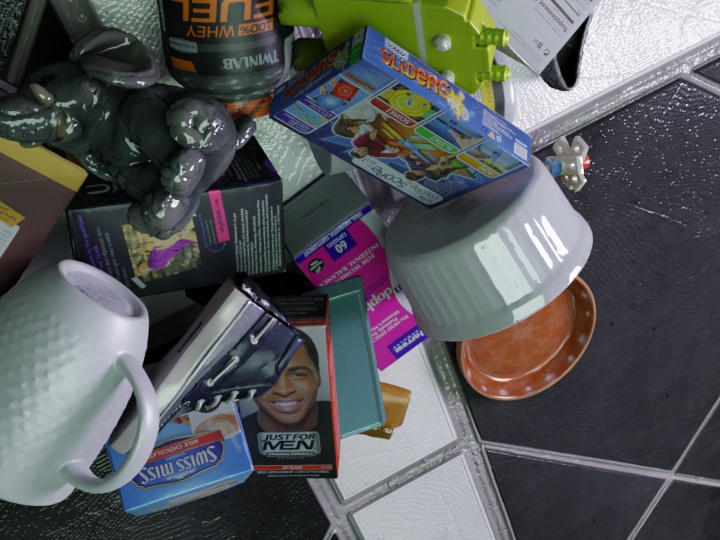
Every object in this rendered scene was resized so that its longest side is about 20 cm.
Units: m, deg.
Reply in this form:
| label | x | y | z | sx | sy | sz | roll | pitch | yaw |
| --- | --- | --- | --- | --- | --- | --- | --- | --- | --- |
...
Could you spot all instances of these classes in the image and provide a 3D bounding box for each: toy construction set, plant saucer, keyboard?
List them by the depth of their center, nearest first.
| label | x | y | z | sx | sy | sz | roll | pitch | yaw |
| --- | --- | --- | --- | --- | --- | --- | --- | --- | --- |
| plant saucer | -0.014 | 0.102 | 1.019 | 0.070 | 0.019 | 0.201 | -17 | 121 | -11 |
| toy construction set | 0.159 | -0.102 | 1.064 | 0.199 | 0.092 | 0.132 | -5 | 120 | -8 |
| keyboard | -0.095 | 0.034 | 1.069 | 0.104 | 0.040 | 0.200 | -34 | 131 | 28 |
| plant saucer | 0.215 | 0.080 | 1.223 | 0.199 | 0.032 | 0.201 | -10 | 122 | -17 |

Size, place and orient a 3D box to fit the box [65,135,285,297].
| label | x | y | z | sx | sy | sz | roll | pitch | yaw |
| --- | --- | --- | --- | --- | --- | --- | --- | --- | --- |
| box | -0.184 | -0.053 | 0.916 | 0.199 | 0.122 | 0.107 | -9 | 122 | -18 |

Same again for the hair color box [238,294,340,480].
| label | x | y | z | sx | sy | sz | roll | pitch | yaw |
| --- | --- | --- | --- | --- | --- | --- | --- | --- | --- |
| hair color box | -0.076 | 0.126 | 0.978 | 0.101 | 0.061 | 0.201 | -2 | 120 | 3 |

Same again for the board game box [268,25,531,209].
| label | x | y | z | sx | sy | sz | roll | pitch | yaw |
| --- | --- | --- | --- | --- | --- | --- | --- | --- | --- |
| board game box | 0.037 | -0.128 | 0.837 | 0.199 | 0.035 | 0.135 | 27 | 150 | -33 |

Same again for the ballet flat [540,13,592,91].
| label | x | y | z | sx | sy | sz | roll | pitch | yaw |
| --- | --- | --- | --- | --- | --- | --- | --- | --- | --- |
| ballet flat | 0.234 | -0.291 | 1.000 | 0.066 | 0.057 | 0.201 | -8 | 121 | -20 |

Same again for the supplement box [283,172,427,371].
| label | x | y | z | sx | sy | sz | roll | pitch | yaw |
| --- | --- | --- | --- | --- | --- | --- | --- | --- | --- |
| supplement box | 0.000 | 0.000 | 1.041 | 0.101 | 0.103 | 0.200 | -36 | 128 | 0 |

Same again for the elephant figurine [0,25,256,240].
| label | x | y | z | sx | sy | sz | roll | pitch | yaw |
| --- | --- | --- | --- | --- | --- | --- | --- | --- | --- |
| elephant figurine | -0.208 | -0.129 | 0.759 | 0.199 | 0.155 | 0.142 | 30 | 84 | 1 |

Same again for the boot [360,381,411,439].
| label | x | y | z | sx | sy | sz | roll | pitch | yaw |
| --- | --- | --- | --- | --- | --- | --- | --- | --- | --- |
| boot | -0.011 | 0.129 | 1.085 | 0.143 | 0.071 | 0.202 | 8 | 142 | 1 |

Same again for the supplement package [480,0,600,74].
| label | x | y | z | sx | sy | sz | roll | pitch | yaw |
| --- | --- | --- | --- | --- | --- | --- | --- | --- | --- |
| supplement package | 0.105 | -0.293 | 0.854 | 0.155 | 0.200 | 0.111 | 34 | 100 | -34 |

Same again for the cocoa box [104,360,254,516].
| label | x | y | z | sx | sy | sz | roll | pitch | yaw |
| --- | --- | --- | --- | --- | --- | --- | --- | --- | --- |
| cocoa box | -0.194 | 0.175 | 0.979 | 0.133 | 0.132 | 0.200 | -15 | 168 | -14 |

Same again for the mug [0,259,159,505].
| label | x | y | z | sx | sy | sz | roll | pitch | yaw |
| --- | --- | --- | --- | --- | --- | --- | --- | --- | --- |
| mug | -0.250 | 0.101 | 0.797 | 0.176 | 0.200 | 0.147 | -55 | 155 | 8 |

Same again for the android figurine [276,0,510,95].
| label | x | y | z | sx | sy | sz | roll | pitch | yaw |
| --- | --- | --- | --- | --- | --- | --- | --- | --- | --- |
| android figurine | 0.031 | -0.196 | 0.802 | 0.199 | 0.041 | 0.182 | 11 | 154 | 13 |

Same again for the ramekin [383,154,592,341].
| label | x | y | z | sx | sy | sz | roll | pitch | yaw |
| --- | --- | --- | --- | --- | --- | --- | --- | --- | --- |
| ramekin | 0.119 | -0.031 | 0.932 | 0.200 | 0.201 | 0.098 | -35 | 113 | -1 |

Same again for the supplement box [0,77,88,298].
| label | x | y | z | sx | sy | sz | roll | pitch | yaw |
| --- | --- | --- | --- | --- | --- | --- | --- | --- | --- |
| supplement box | -0.379 | -0.078 | 0.811 | 0.197 | 0.133 | 0.200 | 30 | 103 | -33 |

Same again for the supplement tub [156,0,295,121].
| label | x | y | z | sx | sy | sz | roll | pitch | yaw |
| --- | --- | --- | --- | --- | --- | --- | --- | --- | --- |
| supplement tub | -0.121 | -0.244 | 0.833 | 0.122 | 0.123 | 0.201 | -13 | 122 | -16 |

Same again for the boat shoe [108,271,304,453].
| label | x | y | z | sx | sy | sz | roll | pitch | yaw |
| --- | --- | --- | --- | --- | --- | --- | --- | --- | --- |
| boat shoe | -0.138 | 0.106 | 0.864 | 0.093 | 0.075 | 0.200 | 40 | 90 | -19 |

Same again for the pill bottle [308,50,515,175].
| label | x | y | z | sx | sy | sz | roll | pitch | yaw |
| --- | --- | --- | --- | --- | --- | --- | --- | --- | --- |
| pill bottle | 0.047 | -0.168 | 0.955 | 0.199 | 0.114 | 0.115 | -17 | 124 | -14 |
